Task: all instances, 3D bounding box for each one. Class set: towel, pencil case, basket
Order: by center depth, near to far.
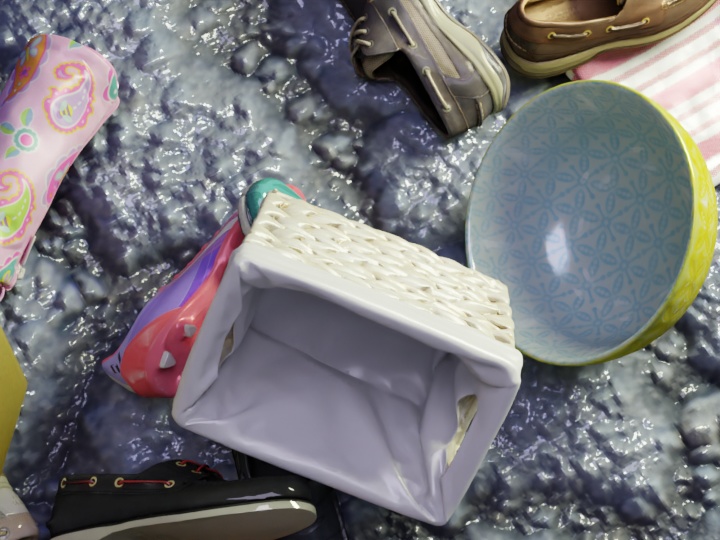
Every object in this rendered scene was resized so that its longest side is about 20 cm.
[{"bbox_3d":[-0.006,0.053,1.112,0.198,0.137,0.124,22,27,-5],"label":"basket"},{"bbox_3d":[-0.252,-0.075,1.244,0.087,0.088,0.202,23,69,7],"label":"pencil case"},{"bbox_3d":[0.246,-0.160,1.324,0.145,0.030,0.201,-31,70,-13],"label":"towel"}]

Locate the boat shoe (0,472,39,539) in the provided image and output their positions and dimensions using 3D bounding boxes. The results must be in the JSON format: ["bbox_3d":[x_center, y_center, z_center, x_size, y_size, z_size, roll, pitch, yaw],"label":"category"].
[{"bbox_3d":[-0.309,0.213,1.131,0.199,0.072,0.065,-34,71,-21],"label":"boat shoe"}]

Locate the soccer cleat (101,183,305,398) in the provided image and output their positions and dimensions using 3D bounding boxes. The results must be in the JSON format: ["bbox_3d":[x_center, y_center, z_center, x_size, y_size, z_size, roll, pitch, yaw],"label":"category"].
[{"bbox_3d":[-0.110,0.009,1.228,0.076,0.067,0.201,7,52,40],"label":"soccer cleat"}]

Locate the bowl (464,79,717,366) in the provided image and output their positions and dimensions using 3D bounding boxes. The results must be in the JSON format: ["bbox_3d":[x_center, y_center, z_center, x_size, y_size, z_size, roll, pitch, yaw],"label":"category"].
[{"bbox_3d":[0.183,-0.028,1.215,0.107,0.199,0.202,8,58,-46],"label":"bowl"}]

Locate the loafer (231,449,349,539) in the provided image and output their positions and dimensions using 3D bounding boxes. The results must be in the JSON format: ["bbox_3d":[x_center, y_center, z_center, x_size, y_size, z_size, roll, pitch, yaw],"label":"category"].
[{"bbox_3d":[-0.048,0.165,1.159,0.067,0.071,0.202,-17,69,-8],"label":"loafer"}]

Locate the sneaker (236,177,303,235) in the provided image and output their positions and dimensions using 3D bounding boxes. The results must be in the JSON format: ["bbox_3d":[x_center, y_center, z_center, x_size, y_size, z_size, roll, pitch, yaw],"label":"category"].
[{"bbox_3d":[0.000,0.000,1.197,0.200,0.080,0.078,40,40,-8],"label":"sneaker"}]

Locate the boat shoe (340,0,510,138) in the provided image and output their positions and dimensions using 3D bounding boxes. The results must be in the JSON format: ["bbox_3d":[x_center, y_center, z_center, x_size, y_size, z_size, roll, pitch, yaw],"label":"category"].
[{"bbox_3d":[0.027,-0.182,1.304,0.073,0.075,0.200,-41,74,-17],"label":"boat shoe"}]

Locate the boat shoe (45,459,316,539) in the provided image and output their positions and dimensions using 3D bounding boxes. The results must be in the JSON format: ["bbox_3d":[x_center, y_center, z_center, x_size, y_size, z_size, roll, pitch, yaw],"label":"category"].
[{"bbox_3d":[-0.122,0.154,1.129,0.199,0.074,0.064,-11,61,24],"label":"boat shoe"}]

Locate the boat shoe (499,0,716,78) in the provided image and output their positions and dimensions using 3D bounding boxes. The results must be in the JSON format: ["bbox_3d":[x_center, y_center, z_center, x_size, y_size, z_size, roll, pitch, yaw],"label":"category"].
[{"bbox_3d":[0.201,-0.212,1.296,0.198,0.068,0.073,-24,69,-9],"label":"boat shoe"}]

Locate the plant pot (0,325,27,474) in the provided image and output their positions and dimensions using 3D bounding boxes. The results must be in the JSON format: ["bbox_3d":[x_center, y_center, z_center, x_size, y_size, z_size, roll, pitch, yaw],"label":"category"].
[{"bbox_3d":[-0.341,0.070,1.075,0.193,0.201,0.196,1,44,5],"label":"plant pot"}]
